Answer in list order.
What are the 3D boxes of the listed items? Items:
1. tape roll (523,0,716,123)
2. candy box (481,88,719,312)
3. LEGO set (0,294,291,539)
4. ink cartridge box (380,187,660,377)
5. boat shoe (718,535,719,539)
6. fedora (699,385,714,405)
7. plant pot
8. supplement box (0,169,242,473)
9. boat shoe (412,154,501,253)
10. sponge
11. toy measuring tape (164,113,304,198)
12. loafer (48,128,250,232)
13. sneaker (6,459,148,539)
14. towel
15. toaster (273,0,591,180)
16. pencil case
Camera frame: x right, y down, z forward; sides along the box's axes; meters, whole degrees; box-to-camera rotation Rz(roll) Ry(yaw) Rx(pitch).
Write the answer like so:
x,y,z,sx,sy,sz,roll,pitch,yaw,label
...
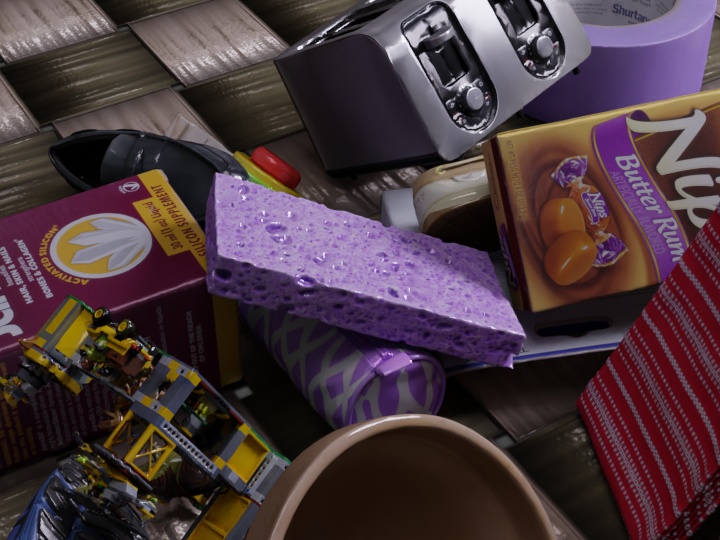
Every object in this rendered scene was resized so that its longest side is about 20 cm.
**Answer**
x,y,z,sx,sy,sz,roll,pitch,yaw,label
0.210,-0.214,1.161,0.198,0.086,0.201,0,40,0,tape roll
0.189,-0.050,0.860,0.198,0.118,0.056,-13,1,-7,candy box
-0.117,0.119,0.695,0.153,0.200,0.116,26,70,35,LEGO set
0.127,0.005,0.933,0.197,0.041,0.201,-7,41,-8,ink cartridge box
0.270,0.106,0.639,0.198,0.063,0.073,-17,41,-18,boat shoe
0.286,0.086,0.795,0.175,0.091,0.201,-5,33,-8,fedora
0.007,0.178,0.656,0.092,0.202,0.201,-20,16,50,plant pot
-0.193,0.032,0.854,0.199,0.104,0.131,-21,45,-22,supplement box
0.131,-0.065,0.926,0.198,0.074,0.067,-11,46,-13,boat shoe
0.000,0.000,0.821,0.198,0.030,0.112,15,26,-14,sponge
-0.103,-0.077,1.004,0.073,0.074,0.200,-28,50,-30,toy measuring tape
-0.159,-0.068,0.964,0.200,0.069,0.070,15,3,44,loafer
-0.182,0.174,0.707,0.078,0.076,0.200,-32,14,25,sneaker
0.195,0.058,0.754,0.022,0.201,0.145,14,35,-22,towel
0.050,-0.163,1.026,0.180,0.119,0.199,-37,18,-28,toaster
-0.025,0.033,0.867,0.083,0.086,0.200,-22,46,-26,pencil case
